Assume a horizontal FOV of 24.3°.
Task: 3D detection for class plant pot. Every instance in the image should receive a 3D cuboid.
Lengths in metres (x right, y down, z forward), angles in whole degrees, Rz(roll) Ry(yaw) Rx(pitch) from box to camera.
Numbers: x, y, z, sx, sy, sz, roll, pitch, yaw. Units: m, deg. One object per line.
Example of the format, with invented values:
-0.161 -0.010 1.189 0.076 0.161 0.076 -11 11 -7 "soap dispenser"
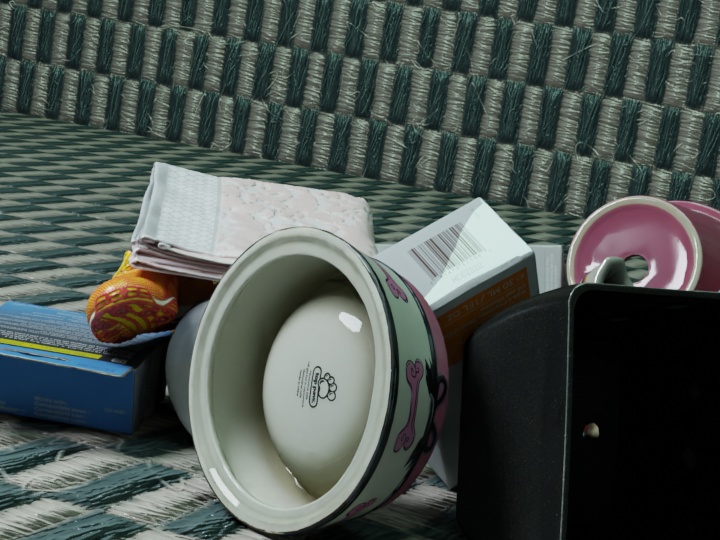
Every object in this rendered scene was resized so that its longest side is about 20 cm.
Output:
0.283 0.015 1.596 0.200 0.200 0.179 12 -11 27 "plant pot"
0.165 0.111 1.090 0.199 0.200 0.177 3 -1 -28 "plant pot"

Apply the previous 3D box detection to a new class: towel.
-0.080 -0.034 1.322 0.191 0.032 0.200 9 20 -6 "towel"

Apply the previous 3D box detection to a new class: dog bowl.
-0.024 0.075 1.104 0.074 0.201 0.200 11 4 -43 "dog bowl"

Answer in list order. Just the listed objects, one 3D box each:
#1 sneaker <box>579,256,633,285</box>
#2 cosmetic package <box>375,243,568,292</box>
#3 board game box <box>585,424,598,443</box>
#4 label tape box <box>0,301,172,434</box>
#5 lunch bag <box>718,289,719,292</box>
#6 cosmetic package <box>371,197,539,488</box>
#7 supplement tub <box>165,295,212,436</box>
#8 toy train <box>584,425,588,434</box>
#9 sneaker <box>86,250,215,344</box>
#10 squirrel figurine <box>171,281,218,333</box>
0.221 0.076 1.301 0.075 0.090 0.200 0 40 -36 "sneaker"
0.096 0.036 1.604 0.200 0.107 0.090 1 -22 11 "cosmetic package"
0.280 0.108 1.373 0.200 0.028 0.135 -4 36 8 "board game box"
-0.235 0.079 1.295 0.144 0.063 0.200 10 8 3 "label tape box"
0.327 0.099 1.240 0.160 0.200 0.076 3 6 -29 "lunch bag"
0.075 0.056 1.207 0.101 0.200 0.071 -30 50 -14 "cosmetic package"
-0.046 0.074 1.315 0.122 0.123 0.200 14 10 36 "supplement tub"
0.142 0.087 1.359 0.150 0.056 0.200 -21 38 -17 "toy train"
-0.169 0.012 1.297 0.073 0.077 0.200 -20 -2 10 "sneaker"
-0.091 0.047 1.486 0.186 0.142 0.200 19 5 -10 "squirrel figurine"
